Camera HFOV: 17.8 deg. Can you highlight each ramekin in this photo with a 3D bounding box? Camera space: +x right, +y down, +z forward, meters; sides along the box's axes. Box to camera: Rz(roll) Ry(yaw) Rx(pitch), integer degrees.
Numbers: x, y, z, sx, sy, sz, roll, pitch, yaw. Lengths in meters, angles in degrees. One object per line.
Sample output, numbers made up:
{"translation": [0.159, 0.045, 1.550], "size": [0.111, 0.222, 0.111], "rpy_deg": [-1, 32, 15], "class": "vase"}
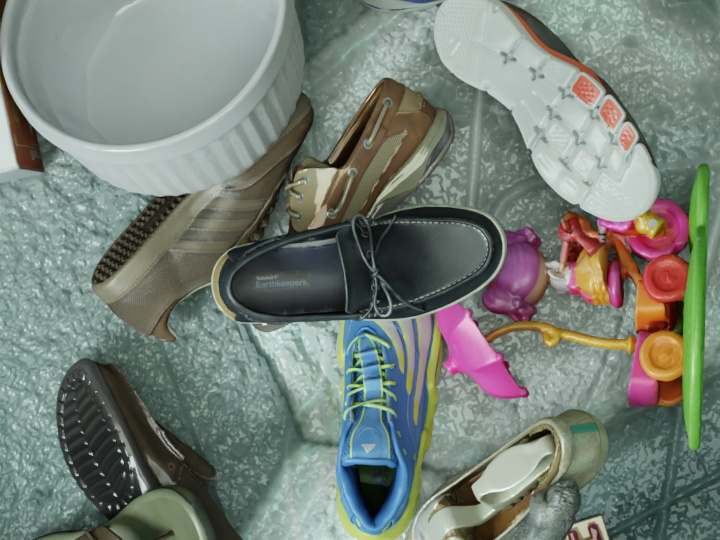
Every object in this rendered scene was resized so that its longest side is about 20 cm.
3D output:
{"translation": [-0.130, -0.145, 1.534], "size": [0.199, 0.105, 0.201], "rpy_deg": [-6, 65, 13], "class": "ramekin"}

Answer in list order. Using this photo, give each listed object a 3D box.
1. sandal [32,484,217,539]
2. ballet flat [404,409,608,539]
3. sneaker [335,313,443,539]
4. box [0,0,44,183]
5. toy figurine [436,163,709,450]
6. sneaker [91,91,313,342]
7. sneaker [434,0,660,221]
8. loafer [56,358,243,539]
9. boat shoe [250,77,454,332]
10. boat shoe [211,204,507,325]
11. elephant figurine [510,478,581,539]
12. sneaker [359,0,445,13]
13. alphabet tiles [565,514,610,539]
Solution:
{"translation": [-0.170, 0.204, 1.548], "size": [0.200, 0.057, 0.080], "rpy_deg": [-24, 91, 36], "class": "sandal"}
{"translation": [0.082, 0.155, 1.547], "size": [0.200, 0.062, 0.068], "rpy_deg": [-44, 62, 28], "class": "ballet flat"}
{"translation": [0.020, 0.090, 1.568], "size": [0.075, 0.105, 0.201], "rpy_deg": [1, 92, 0], "class": "sneaker"}
{"translation": [-0.289, -0.155, 1.555], "size": [0.097, 0.124, 0.201], "rpy_deg": [-12, 92, 0], "class": "box"}
{"translation": [0.144, 0.019, 1.567], "size": [0.183, 0.150, 0.201], "rpy_deg": [2, 69, 10], "class": "toy figurine"}
{"translation": [-0.097, -0.038, 1.596], "size": [0.200, 0.070, 0.076], "rpy_deg": [-44, 116, -1], "class": "sneaker"}
{"translation": [0.140, -0.120, 1.564], "size": [0.200, 0.082, 0.077], "rpy_deg": [50, 119, 13], "class": "sneaker"}
{"translation": [-0.142, 0.148, 1.597], "size": [0.073, 0.071, 0.201], "rpy_deg": [-36, 82, 44], "class": "loafer"}
{"translation": [-0.021, -0.047, 1.578], "size": [0.072, 0.076, 0.200], "rpy_deg": [41, 81, -17], "class": "boat shoe"}
{"translation": [0.000, 0.000, 1.514], "size": [0.199, 0.062, 0.075], "rpy_deg": [-8, 92, -1], "class": "boat shoe"}
{"translation": [0.124, 0.251, 1.543], "size": [0.200, 0.155, 0.142], "rpy_deg": [-45, 77, 9], "class": "elephant figurine"}
{"translation": [0.088, -0.222, 1.571], "size": [0.199, 0.088, 0.076], "rpy_deg": [-18, 89, -1], "class": "sneaker"}
{"translation": [0.112, 0.261, 1.620], "size": [0.166, 0.006, 0.201], "rpy_deg": [-18, 91, 1], "class": "alphabet tiles"}
